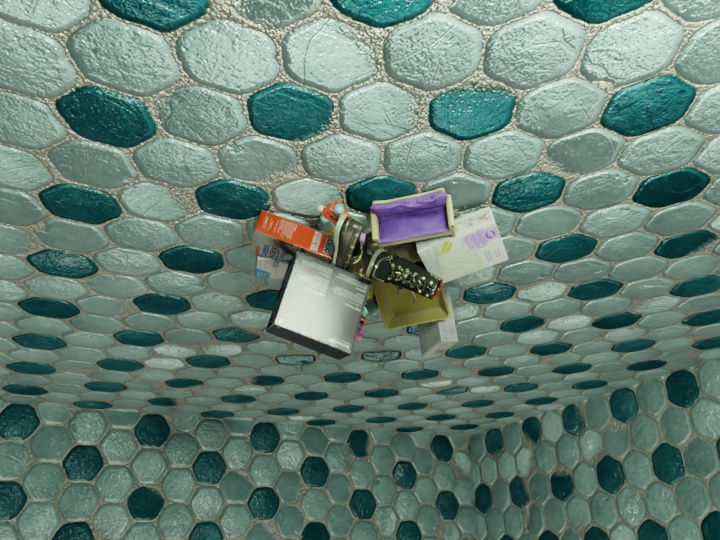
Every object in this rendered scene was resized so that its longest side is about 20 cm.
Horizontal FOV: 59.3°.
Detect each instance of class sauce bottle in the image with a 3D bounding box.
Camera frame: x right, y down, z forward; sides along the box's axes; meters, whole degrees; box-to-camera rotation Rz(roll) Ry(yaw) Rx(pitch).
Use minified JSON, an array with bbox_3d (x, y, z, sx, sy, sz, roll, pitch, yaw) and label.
[{"bbox_3d":[0.000,0.000,1.639,0.063,0.065,0.203,-4,131,2],"label":"sauce bottle"}]

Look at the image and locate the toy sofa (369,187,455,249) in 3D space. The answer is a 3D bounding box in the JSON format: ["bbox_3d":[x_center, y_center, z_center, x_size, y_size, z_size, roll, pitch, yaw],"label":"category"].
[{"bbox_3d":[0.121,-0.118,1.480,0.196,0.084,0.098,-9,155,13],"label":"toy sofa"}]

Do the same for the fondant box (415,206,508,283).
[{"bbox_3d":[0.248,-0.056,1.552,0.197,0.059,0.145,-21,136,13],"label":"fondant box"}]

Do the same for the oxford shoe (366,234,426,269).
[{"bbox_3d":[0.107,-0.044,1.632,0.196,0.076,0.071,13,149,-15],"label":"oxford shoe"}]

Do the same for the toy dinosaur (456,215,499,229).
[{"bbox_3d":[0.246,-0.098,1.591,0.196,0.059,0.102,-6,139,-2],"label":"toy dinosaur"}]

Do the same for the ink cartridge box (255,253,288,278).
[{"bbox_3d":[-0.173,-0.031,1.646,0.196,0.069,0.116,3,154,-11],"label":"ink cartridge box"}]

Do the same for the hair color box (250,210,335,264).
[{"bbox_3d":[-0.161,-0.061,1.530,0.196,0.065,0.111,19,151,-7],"label":"hair color box"}]

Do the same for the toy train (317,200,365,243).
[{"bbox_3d":[-0.067,-0.108,1.525,0.149,0.056,0.199,30,149,-22],"label":"toy train"}]

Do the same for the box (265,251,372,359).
[{"bbox_3d":[-0.098,0.086,1.489,0.197,0.185,0.104,23,158,-12],"label":"box"}]

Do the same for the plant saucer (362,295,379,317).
[{"bbox_3d":[0.031,0.081,1.803,0.019,0.071,0.200,-33,177,21],"label":"plant saucer"}]

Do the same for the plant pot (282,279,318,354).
[{"bbox_3d":[-0.122,0.091,1.736,0.140,0.201,0.142,-35,163,-19],"label":"plant pot"}]

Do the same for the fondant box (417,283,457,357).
[{"bbox_3d":[0.218,0.136,1.861,0.057,0.204,0.145,1,155,-19],"label":"fondant box"}]

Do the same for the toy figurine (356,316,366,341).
[{"bbox_3d":[-0.039,0.162,1.926,0.196,0.188,0.150,-13,153,19],"label":"toy figurine"}]

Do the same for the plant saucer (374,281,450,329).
[{"bbox_3d":[0.137,0.050,1.769,0.196,0.203,0.048,-13,-166,21],"label":"plant saucer"}]

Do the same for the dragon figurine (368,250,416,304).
[{"bbox_3d":[0.090,0.010,1.699,0.059,0.100,0.199,-46,129,10],"label":"dragon figurine"}]

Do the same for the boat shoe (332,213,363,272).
[{"bbox_3d":[-0.026,-0.049,1.468,0.060,0.072,0.203,20,149,11],"label":"boat shoe"}]

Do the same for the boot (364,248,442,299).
[{"bbox_3d":[0.106,0.012,1.500,0.152,0.075,0.203,26,-170,19],"label":"boot"}]
